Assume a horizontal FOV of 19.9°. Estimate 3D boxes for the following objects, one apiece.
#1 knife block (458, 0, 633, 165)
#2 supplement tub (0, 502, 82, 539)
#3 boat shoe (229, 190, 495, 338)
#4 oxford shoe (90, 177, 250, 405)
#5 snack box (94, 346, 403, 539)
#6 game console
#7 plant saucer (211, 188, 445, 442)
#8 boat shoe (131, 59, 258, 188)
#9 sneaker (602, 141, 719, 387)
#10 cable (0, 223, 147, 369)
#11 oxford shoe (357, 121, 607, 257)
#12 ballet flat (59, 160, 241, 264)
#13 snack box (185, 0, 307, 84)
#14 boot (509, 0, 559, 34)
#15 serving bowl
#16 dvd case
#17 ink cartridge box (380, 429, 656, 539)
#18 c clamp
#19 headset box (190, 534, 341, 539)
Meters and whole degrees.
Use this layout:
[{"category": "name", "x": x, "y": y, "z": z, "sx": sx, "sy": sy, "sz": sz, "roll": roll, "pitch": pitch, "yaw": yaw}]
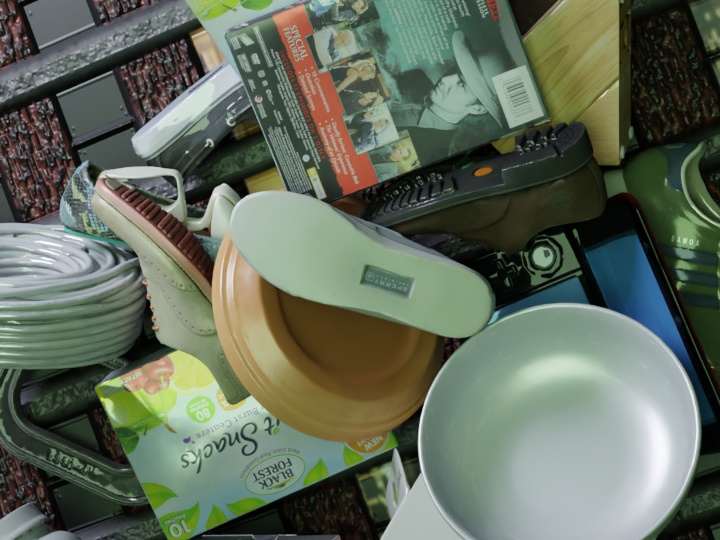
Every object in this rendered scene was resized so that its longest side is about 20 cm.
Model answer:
[{"category": "knife block", "x": 0.112, "y": -0.135, "z": 1.521, "sx": 0.175, "sy": 0.064, "sz": 0.201, "roll": 3, "pitch": 111, "yaw": 14}, {"category": "supplement tub", "x": -0.244, "y": 0.299, "z": 1.622, "sx": 0.145, "sy": 0.145, "sz": 0.200, "roll": -42, "pitch": 84, "yaw": 13}, {"category": "boat shoe", "x": 0.001, "y": -0.001, "z": 1.483, "sx": 0.200, "sy": 0.072, "sz": 0.070, "roll": 21, "pitch": 90, "yaw": 2}, {"category": "oxford shoe", "x": -0.139, "y": 0.017, "z": 1.534, "sx": 0.074, "sy": 0.071, "sz": 0.200, "roll": -43, "pitch": 91, "yaw": 12}, {"category": "snack box", "x": -0.086, "y": 0.109, "z": 1.602, "sx": 0.199, "sy": 0.053, "sz": 0.143, "roll": -25, "pitch": 97, "yaw": 9}, {"category": "game console", "x": 0.166, "y": 0.063, "z": 1.517, "sx": 0.172, "sy": 0.119, "sz": 0.201, "roll": -23, "pitch": 88, "yaw": 12}, {"category": "plant saucer", "x": -0.016, "y": 0.027, "z": 1.530, "sx": 0.037, "sy": 0.200, "sz": 0.201, "roll": -30, "pitch": 86, "yaw": 53}, {"category": "boat shoe", "x": -0.085, "y": -0.134, "z": 1.596, "sx": 0.200, "sy": 0.070, "sz": 0.066, "roll": -37, "pitch": 103, "yaw": 10}, {"category": "sneaker", "x": 0.259, "y": -0.004, "z": 1.515, "sx": 0.090, "sy": 0.067, "sz": 0.201, "roll": -29, "pitch": 84, "yaw": 19}, {"category": "cable", "x": -0.264, "y": 0.017, "z": 1.581, "sx": 0.199, "sy": 0.200, "sz": 0.070, "roll": 10, "pitch": 108, "yaw": 12}, {"category": "oxford shoe", "x": 0.086, "y": -0.041, "z": 1.491, "sx": 0.199, "sy": 0.073, "sz": 0.085, "roll": -11, "pitch": 119, "yaw": 33}, {"category": "ballet flat", "x": -0.133, "y": -0.041, "z": 1.590, "sx": 0.199, "sy": 0.074, "sz": 0.075, "roll": 13, "pitch": 97, "yaw": -5}, {"category": "snack box", "x": -0.022, "y": -0.192, "z": 1.511, "sx": 0.168, "sy": 0.068, "sz": 0.200, "roll": -35, "pitch": 104, "yaw": 5}, {"category": "boot", "x": 0.089, "y": -0.254, "z": 1.538, "sx": 0.199, "sy": 0.072, "sz": 0.167, "roll": -20, "pitch": 91, "yaw": 17}, {"category": "serving bowl", "x": 0.144, "y": 0.127, "z": 1.448, "sx": 0.199, "sy": 0.066, "sz": 0.201, "roll": -6, "pitch": 60, "yaw": 12}, {"category": "dvd case", "x": 0.020, "y": -0.140, "z": 1.474, "sx": 0.199, "sy": 0.022, "sz": 0.146, "roll": -21, "pitch": 104, "yaw": 9}, {"category": "ink cartridge box", "x": 0.096, "y": 0.218, "z": 1.519, "sx": 0.199, "sy": 0.129, "sz": 0.125, "roll": 27, "pitch": 65, "yaw": 11}, {"category": "c clamp", "x": -0.200, "y": 0.098, "z": 1.660, "sx": 0.199, "sy": 0.027, "sz": 0.172, "roll": 17, "pitch": 98, "yaw": 10}, {"category": "headset box", "x": -0.068, "y": 0.288, "z": 1.566, "sx": 0.148, "sy": 0.075, "sz": 0.201, "roll": -5, "pitch": 110, "yaw": 37}]
